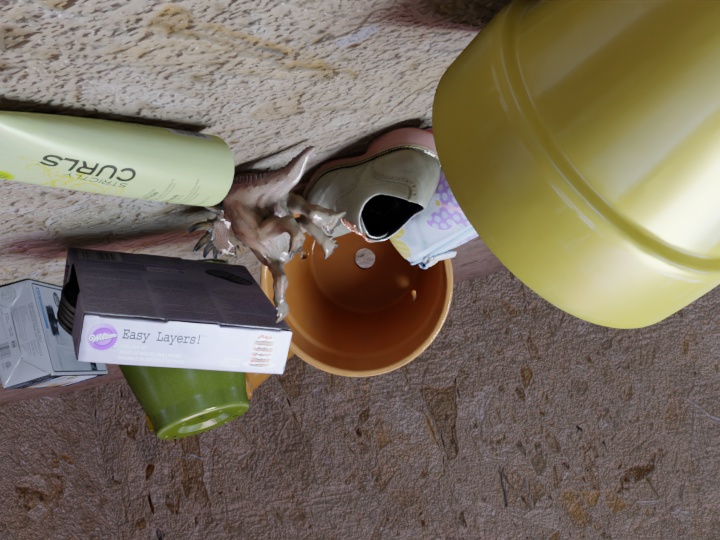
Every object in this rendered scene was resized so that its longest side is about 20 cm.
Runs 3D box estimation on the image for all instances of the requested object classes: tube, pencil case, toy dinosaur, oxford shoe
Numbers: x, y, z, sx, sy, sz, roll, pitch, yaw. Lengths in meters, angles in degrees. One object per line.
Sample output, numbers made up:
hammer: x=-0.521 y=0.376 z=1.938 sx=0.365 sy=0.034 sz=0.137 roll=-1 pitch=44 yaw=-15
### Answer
tube: x=-0.167 y=-0.070 z=0.555 sx=0.200 sy=0.052 sz=0.058 roll=2 pitch=123 yaw=-53
pencil case: x=0.107 y=-0.071 z=0.798 sx=0.083 sy=0.091 sz=0.200 roll=34 pitch=144 yaw=-24
toy dinosaur: x=-0.094 y=-0.048 z=0.801 sx=0.086 sy=0.135 sz=0.200 roll=-45 pitch=164 yaw=-29
oxford shoe: x=-0.002 y=-0.059 z=0.808 sx=0.071 sy=0.074 sz=0.200 roll=22 pitch=153 yaw=-24

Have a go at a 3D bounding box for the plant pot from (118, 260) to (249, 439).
plant pot: x=-0.239 y=0.118 z=1.213 sx=0.200 sy=0.194 sz=0.200 roll=-19 pitch=164 yaw=-6

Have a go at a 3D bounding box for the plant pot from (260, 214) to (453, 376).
plant pot: x=0.000 y=0.000 z=0.978 sx=0.199 sy=0.201 sz=0.140 roll=-15 pitch=-170 yaw=7

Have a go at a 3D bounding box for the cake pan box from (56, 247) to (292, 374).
cake pan box: x=-0.184 y=0.035 z=0.857 sx=0.199 sy=0.053 sz=0.184 roll=6 pitch=-165 yaw=-26

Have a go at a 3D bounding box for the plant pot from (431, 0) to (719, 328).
plant pot: x=0.170 y=-0.098 z=0.482 sx=0.200 sy=0.201 sz=0.189 roll=-9 pitch=156 yaw=-39

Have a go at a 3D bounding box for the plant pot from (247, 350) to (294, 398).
plant pot: x=-0.249 y=0.170 z=1.946 sx=0.183 sy=0.201 sz=0.200 roll=-29 pitch=178 yaw=-16

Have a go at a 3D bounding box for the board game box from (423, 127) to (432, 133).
board game box: x=0.090 y=-0.113 z=0.886 sx=0.102 sy=0.020 sz=0.200 roll=-16 pitch=174 yaw=-1

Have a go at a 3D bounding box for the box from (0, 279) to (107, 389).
box: x=-0.381 y=0.081 z=1.093 sx=0.060 sy=0.117 sz=0.200 roll=-17 pitch=173 yaw=0

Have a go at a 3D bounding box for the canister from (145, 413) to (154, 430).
canister: x=-0.305 y=0.139 z=1.387 sx=0.086 sy=0.201 sz=0.148 roll=-12 pitch=174 yaw=-19
